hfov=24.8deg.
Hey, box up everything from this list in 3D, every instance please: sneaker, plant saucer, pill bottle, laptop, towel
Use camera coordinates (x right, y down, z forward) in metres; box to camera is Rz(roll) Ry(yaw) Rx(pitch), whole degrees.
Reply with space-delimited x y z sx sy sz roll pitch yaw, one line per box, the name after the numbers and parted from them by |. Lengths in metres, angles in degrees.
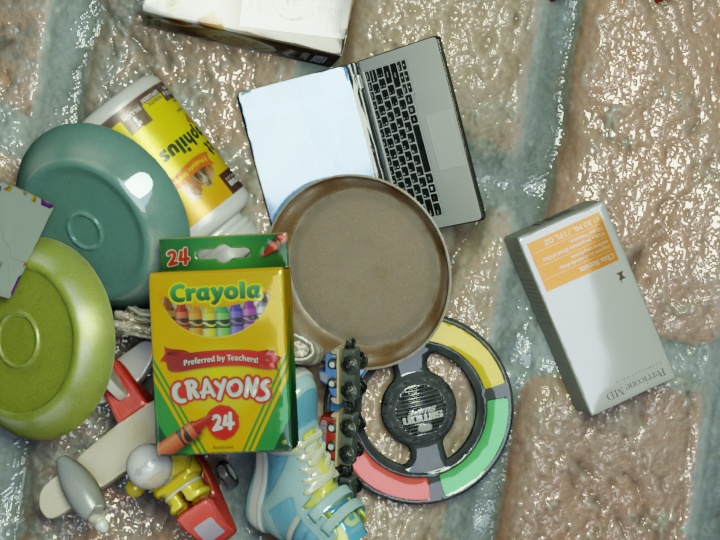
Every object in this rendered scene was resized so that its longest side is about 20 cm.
-0.040 0.198 1.613 0.079 0.130 0.200 -28 137 -42 | sneaker
-0.261 -0.044 1.596 0.200 0.036 0.200 12 119 22 | plant saucer
-0.187 -0.087 1.626 0.109 0.109 0.200 -38 96 -4 | pill bottle
0.000 -0.117 1.649 0.116 0.200 0.188 -19 96 -39 | laptop
-0.326 0.067 1.596 0.200 0.031 0.201 0 90 30 | plant saucer
-0.136 0.064 1.610 0.199 0.133 0.035 10 87 4 | towel
0.000 0.000 1.648 0.200 0.032 0.201 4 103 20 | plant saucer

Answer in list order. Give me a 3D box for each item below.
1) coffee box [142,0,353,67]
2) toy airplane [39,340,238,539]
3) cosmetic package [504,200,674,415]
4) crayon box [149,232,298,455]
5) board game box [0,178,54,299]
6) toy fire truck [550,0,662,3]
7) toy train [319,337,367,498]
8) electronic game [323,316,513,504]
-0.112 -0.266 1.627 0.199 0.114 0.080 12 90 -7 | coffee box
-0.206 0.168 1.611 0.199 0.141 0.201 11 99 -1 | toy airplane
0.237 0.038 1.702 0.101 0.071 0.200 -24 95 -6 | cosmetic package
-0.127 0.067 1.511 0.127 0.051 0.201 -3 90 6 | crayon box
-0.415 -0.066 1.563 0.200 0.105 0.103 25 89 21 | board game box
0.237 -0.352 1.699 0.141 0.049 0.200 -29 94 -6 | toy fire truck
-0.020 0.164 1.660 0.046 0.034 0.201 8 105 24 | toy train
0.061 0.143 1.699 0.199 0.042 0.201 0 92 -7 | electronic game
